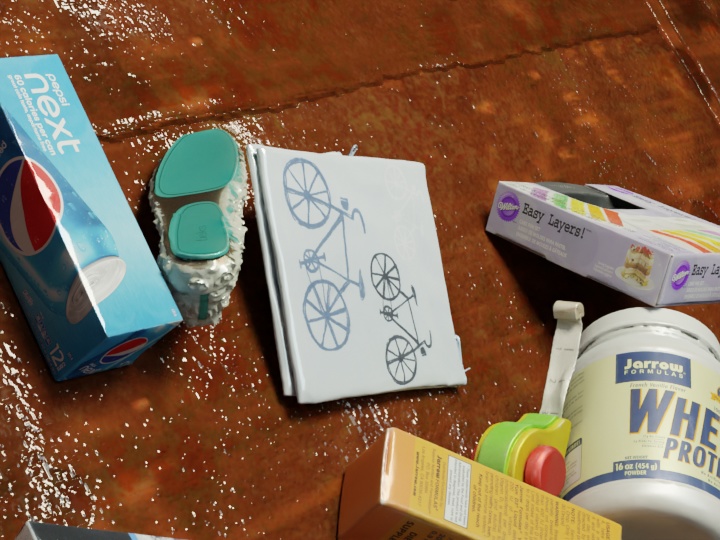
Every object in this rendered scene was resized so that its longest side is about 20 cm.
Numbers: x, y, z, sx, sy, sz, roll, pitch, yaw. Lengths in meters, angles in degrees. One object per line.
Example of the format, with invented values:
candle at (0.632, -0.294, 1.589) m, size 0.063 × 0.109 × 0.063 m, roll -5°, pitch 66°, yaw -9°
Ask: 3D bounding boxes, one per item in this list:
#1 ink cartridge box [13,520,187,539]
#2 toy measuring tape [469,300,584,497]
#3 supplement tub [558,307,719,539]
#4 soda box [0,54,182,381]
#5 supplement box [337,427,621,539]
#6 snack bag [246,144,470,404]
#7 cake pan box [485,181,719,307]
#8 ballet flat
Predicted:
ink cartridge box at (-0.082, 0.227, 0.930) m, size 0.197 × 0.044 × 0.200 m, roll 16°, pitch 26°, yaw -39°
toy measuring tape at (0.124, 0.111, 1.246) m, size 0.073 × 0.073 × 0.202 m, roll 23°, pitch 74°, yaw -33°
supplement tub at (0.223, 0.143, 1.297) m, size 0.144 × 0.145 × 0.201 m, roll 33°, pitch 42°, yaw -24°
soda box at (-0.194, -0.036, 1.064) m, size 0.068 × 0.064 × 0.201 m, roll -12°, pitch 70°, yaw -50°
supplement box at (0.086, 0.183, 1.161) m, size 0.199 × 0.067 × 0.069 m, roll 23°, pitch 46°, yaw -19°
snack bag at (0.000, 0.000, 1.242) m, size 0.199 × 0.021 × 0.190 m, roll -1°, pitch 78°, yaw -49°
cake pan box at (0.233, -0.026, 1.436) m, size 0.183 × 0.053 × 0.199 m, roll 2°, pitch 18°, yaw -46°
ballet flat at (-0.111, -0.027, 1.141) m, size 0.072 × 0.072 × 0.201 m, roll 36°, pitch 23°, yaw -20°
